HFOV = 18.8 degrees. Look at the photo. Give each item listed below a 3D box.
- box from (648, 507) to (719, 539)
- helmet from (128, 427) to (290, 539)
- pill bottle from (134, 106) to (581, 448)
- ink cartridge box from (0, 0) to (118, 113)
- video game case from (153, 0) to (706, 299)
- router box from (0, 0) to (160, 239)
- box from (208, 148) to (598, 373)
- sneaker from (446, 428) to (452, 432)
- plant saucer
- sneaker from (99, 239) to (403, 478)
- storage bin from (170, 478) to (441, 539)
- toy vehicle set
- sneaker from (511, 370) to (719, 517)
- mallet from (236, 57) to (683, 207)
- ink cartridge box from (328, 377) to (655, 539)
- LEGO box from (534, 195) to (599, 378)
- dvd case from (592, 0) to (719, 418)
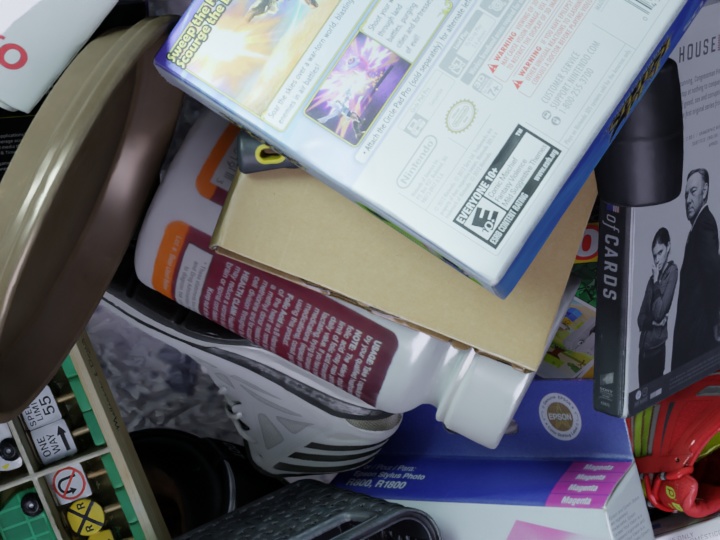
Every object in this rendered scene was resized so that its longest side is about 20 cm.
[{"bbox_3d":[0.173,0.151,1.256,0.116,0.200,0.060,-18,98,8],"label":"box"},{"bbox_3d":[-0.101,0.205,1.259,0.200,0.200,0.191,-22,132,11],"label":"helmet"},{"bbox_3d":[0.000,0.000,1.077,0.200,0.114,0.114,28,129,6],"label":"pill bottle"},{"bbox_3d":[-0.144,-0.189,0.912,0.144,0.084,0.200,32,109,-28],"label":"ink cartridge box"},{"bbox_3d":[0.041,-0.119,0.937,0.200,0.181,0.045,-56,167,-3],"label":"video game case"},{"bbox_3d":[-0.199,-0.078,1.062,0.199,0.051,0.149,-4,132,-7],"label":"router box"},{"bbox_3d":[0.038,-0.073,1.012,0.163,0.200,0.021,21,170,-9],"label":"box"},{"bbox_3d":[0.052,0.180,1.316,0.071,0.113,0.200,-17,134,6],"label":"sneaker"},{"bbox_3d":[-0.130,-0.027,0.974,0.029,0.200,0.200,26,130,5],"label":"plant saucer"},{"bbox_3d":[-0.074,0.053,1.163,0.200,0.076,0.115,25,133,3],"label":"sneaker"},{"bbox_3d":[-0.023,0.226,1.145,0.135,0.094,0.200,-22,110,-35],"label":"storage bin"},{"bbox_3d":[-0.193,0.081,1.153,0.124,0.027,0.200,-21,96,9],"label":"toy vehicle set"},{"bbox_3d":[0.157,0.101,1.171,0.200,0.085,0.077,-29,132,16],"label":"sneaker"},{"bbox_3d":[0.046,-0.067,0.966,0.199,0.041,0.066,4,107,0],"label":"mallet"},{"bbox_3d":[0.071,0.157,1.163,0.196,0.043,0.200,-4,108,42],"label":"ink cartridge box"},{"bbox_3d":[0.137,0.008,1.192,0.200,0.077,0.149,21,126,-28],"label":"LEGO box"},{"bbox_3d":[0.167,-0.043,1.061,0.150,0.025,0.200,-20,117,-45],"label":"dvd case"}]
